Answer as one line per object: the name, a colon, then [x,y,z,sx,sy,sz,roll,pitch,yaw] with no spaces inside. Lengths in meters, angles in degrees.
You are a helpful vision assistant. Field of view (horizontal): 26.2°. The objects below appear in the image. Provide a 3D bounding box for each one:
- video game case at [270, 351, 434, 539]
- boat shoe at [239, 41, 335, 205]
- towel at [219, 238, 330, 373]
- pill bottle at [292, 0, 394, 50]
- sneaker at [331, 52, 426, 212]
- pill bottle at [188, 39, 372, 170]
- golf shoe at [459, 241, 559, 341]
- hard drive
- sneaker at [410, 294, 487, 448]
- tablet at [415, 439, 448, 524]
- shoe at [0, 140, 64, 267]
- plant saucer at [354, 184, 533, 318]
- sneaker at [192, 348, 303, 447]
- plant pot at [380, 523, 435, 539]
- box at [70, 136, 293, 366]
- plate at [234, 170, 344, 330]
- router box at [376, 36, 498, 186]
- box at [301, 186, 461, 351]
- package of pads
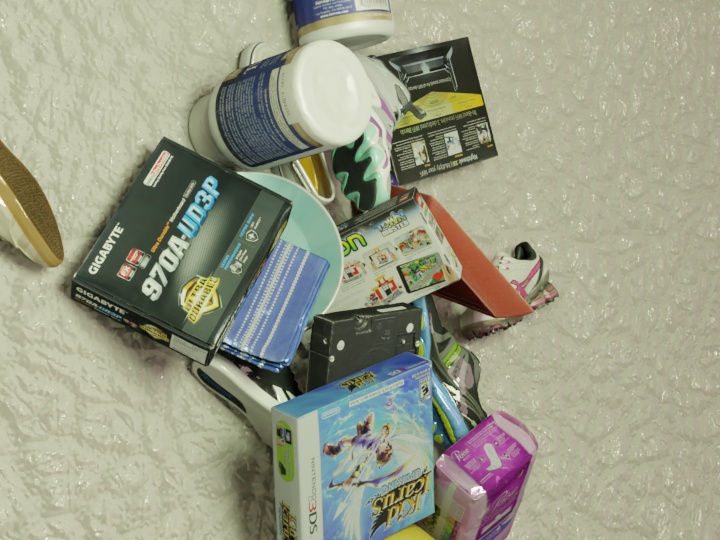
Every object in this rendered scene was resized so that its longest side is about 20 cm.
video game case: [-0.004,0.202,1.623,0.199,0.045,0.183,-19,117,-40]
boat shoe: [-0.076,-0.165,1.750,0.071,0.069,0.202,-20,96,-44]
towel: [-0.142,0.008,1.611,0.199,0.024,0.146,24,61,-1]
pill bottle: [-0.030,-0.362,1.801,0.115,0.115,0.202,-7,87,-44]
sneaker: [0.027,-0.164,1.773,0.139,0.078,0.202,-6,75,-43]
pill bottle: [-0.091,-0.169,1.645,0.110,0.199,0.112,10,75,-42]
golf shoe: [0.175,0.027,1.962,0.200,0.072,0.093,-29,96,-54]
hard drive: [0.000,0.140,1.664,0.139,0.038,0.202,-8,107,-43]
sneaker: [0.088,0.102,1.769,0.082,0.070,0.201,-30,101,-44]
tablet: [0.032,0.243,1.773,0.199,0.014,0.131,11,105,-43]
shoe: [-0.353,-0.082,1.484,0.201,0.053,0.070,59,16,-24]
plant saucer: [0.085,-0.021,1.809,0.037,0.200,0.200,-49,118,-12]
sneaker: [-0.084,0.118,1.685,0.200,0.073,0.112,46,55,-26]
plant pot: [0.040,0.364,1.691,0.199,0.141,0.202,0,90,-42]
box: [-0.180,-0.021,1.583,0.158,0.046,0.201,27,58,2]
plate: [-0.117,-0.011,1.657,0.198,0.026,0.202,4,67,-9]
router box: [0.075,-0.195,1.915,0.199,0.052,0.159,-19,96,-45]
box: [0.000,0.000,1.708,0.111,0.199,0.035,59,18,-18]
package of pads: [0.130,0.262,1.771,0.076,0.201,0.120,39,54,23]
